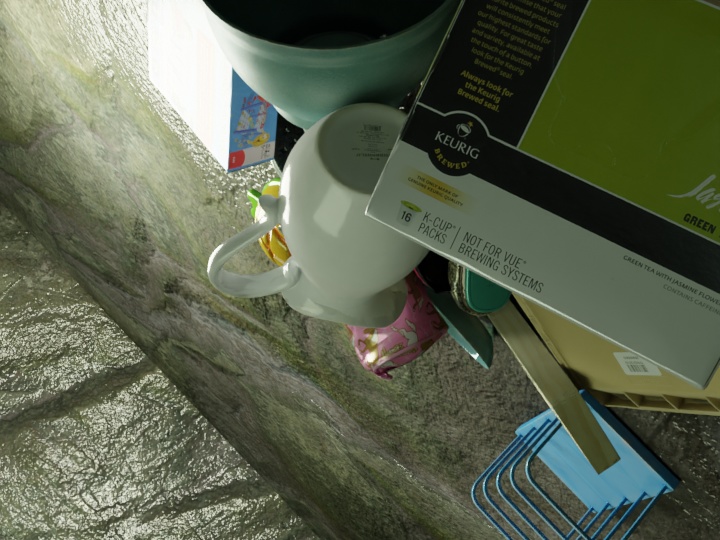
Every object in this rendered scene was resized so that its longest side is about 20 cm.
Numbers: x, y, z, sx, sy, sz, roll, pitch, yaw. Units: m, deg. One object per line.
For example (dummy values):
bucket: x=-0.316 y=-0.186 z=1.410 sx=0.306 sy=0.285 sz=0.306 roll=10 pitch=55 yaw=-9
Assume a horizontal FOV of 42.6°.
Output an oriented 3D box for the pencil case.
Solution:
pencil case: x=0.000 y=0.000 z=0.863 sx=0.087 sy=0.083 sz=0.200 roll=-43 pitch=74 yaw=44

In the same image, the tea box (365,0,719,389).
tea box: x=0.143 y=-0.074 z=0.519 sx=0.200 sy=0.197 sz=0.134 roll=29 pitch=-169 yaw=14

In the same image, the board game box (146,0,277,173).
board game box: x=-0.154 y=-0.238 z=0.944 sx=0.196 sy=0.056 sz=0.200 roll=48 pitch=145 yaw=34

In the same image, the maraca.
maraca: x=-0.082 y=-0.054 z=1.155 sx=0.200 sy=0.107 sz=0.137 roll=5 pitch=125 yaw=60

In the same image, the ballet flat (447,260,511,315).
ballet flat: x=0.090 y=-0.065 z=0.680 sx=0.075 sy=0.068 sz=0.200 roll=-120 pitch=30 yaw=-58

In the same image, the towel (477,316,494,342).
towel: x=0.082 y=-0.014 z=1.032 sx=0.152 sy=0.023 sz=0.200 roll=32 pitch=152 yaw=32

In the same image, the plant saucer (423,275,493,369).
plant saucer: x=0.074 y=0.023 z=0.975 sx=0.200 sy=0.027 sz=0.200 roll=46 pitch=179 yaw=1

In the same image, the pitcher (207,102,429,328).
pitcher: x=-0.029 y=-0.032 z=0.700 sx=0.200 sy=0.171 sz=0.121 roll=107 pitch=158 yaw=-59

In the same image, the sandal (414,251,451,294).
sandal: x=0.070 y=-0.015 z=0.805 sx=0.075 sy=0.045 sz=0.200 roll=4 pitch=153 yaw=23

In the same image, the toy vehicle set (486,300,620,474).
toy vehicle set: x=0.172 y=0.092 z=0.898 sx=0.124 sy=0.026 sz=0.200 roll=52 pitch=-175 yaw=-38

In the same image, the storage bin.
storage bin: x=0.225 y=0.013 z=0.731 sx=0.199 sy=0.094 sz=0.200 roll=54 pitch=156 yaw=-13

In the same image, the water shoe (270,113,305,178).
water shoe: x=-0.091 y=-0.169 z=1.065 sx=0.200 sy=0.071 sz=0.079 roll=58 pitch=175 yaw=-7

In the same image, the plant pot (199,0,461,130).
plant pot: x=-0.020 y=-0.191 z=0.708 sx=0.200 sy=0.200 sz=0.134 roll=39 pitch=156 yaw=23

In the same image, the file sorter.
file sorter: x=0.229 y=0.245 z=1.050 sx=0.139 sy=0.123 sz=0.200 roll=46 pitch=158 yaw=8
